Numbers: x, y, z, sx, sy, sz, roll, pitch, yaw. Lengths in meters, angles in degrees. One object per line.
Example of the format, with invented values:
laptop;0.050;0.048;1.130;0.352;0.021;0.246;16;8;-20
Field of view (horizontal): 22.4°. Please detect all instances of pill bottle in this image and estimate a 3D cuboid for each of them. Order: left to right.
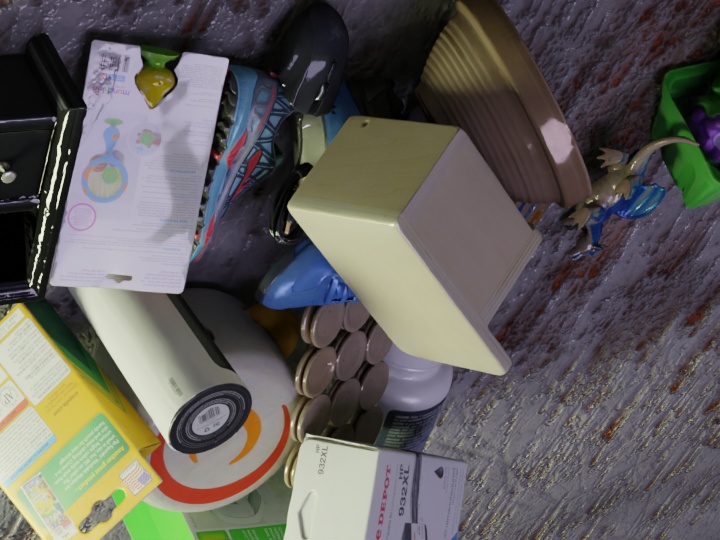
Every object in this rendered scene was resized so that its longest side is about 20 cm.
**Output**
pill bottle;0.026;0.118;1.829;0.119;0.120;0.200;-8;138;-30

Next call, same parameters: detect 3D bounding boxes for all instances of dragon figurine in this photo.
dragon figurine;0.261;-0.083;1.799;0.200;0.059;0.099;-42;157;28

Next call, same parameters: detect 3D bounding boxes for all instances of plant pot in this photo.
plant pot;0.109;-0.129;1.535;0.093;0.201;0.201;-29;144;1

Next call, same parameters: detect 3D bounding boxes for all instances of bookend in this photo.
bookend;-0.328;-0.067;1.369;0.198;0.092;0.200;-7;136;-31

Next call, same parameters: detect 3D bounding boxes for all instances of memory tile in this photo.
memory tile;-0.016;0.098;1.679;0.153;0.017;0.201;-27;132;-52

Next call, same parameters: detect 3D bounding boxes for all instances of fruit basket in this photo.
fruit basket;0.400;-0.169;1.767;0.215;0.156;0.216;-20;160;-8

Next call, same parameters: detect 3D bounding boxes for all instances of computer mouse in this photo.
computer mouse;-0.041;-0.119;1.487;0.059;0.034;0.201;1;98;-48

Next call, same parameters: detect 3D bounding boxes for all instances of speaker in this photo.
speaker;-0.174;0.060;1.543;0.081;0.200;0.081;-23;141;-20

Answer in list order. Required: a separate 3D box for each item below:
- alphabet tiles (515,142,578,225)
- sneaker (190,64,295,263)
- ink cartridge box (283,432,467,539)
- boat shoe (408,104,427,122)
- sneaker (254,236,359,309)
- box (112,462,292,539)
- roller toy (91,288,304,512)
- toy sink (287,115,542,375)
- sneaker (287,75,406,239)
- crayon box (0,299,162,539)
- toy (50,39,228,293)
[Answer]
alphabet tiles;0.143;-0.050;1.738;0.200;0.008;0.167;-58;160;2
sneaker;-0.107;-0.082;1.530;0.095;0.079;0.200;-4;136;-36
ink cartridge box;0.016;0.237;1.697;0.200;0.084;0.146;19;80;-61
boat shoe;0.076;-0.071;1.677;0.066;0.070;0.201;-21;126;-35
sneaker;0.000;0.000;1.583;0.200;0.079;0.066;-23;157;-38
box;-0.130;0.243;1.790;0.176;0.200;0.097;1;133;-36
roller toy;-0.154;0.114;1.672;0.182;0.140;0.200;10;118;-37
toy sink;0.060;-0.024;1.504;0.112;0.130;0.200;-55;129;-21
sneaker;-0.003;-0.088;1.601;0.111;0.077;0.200;-13;135;-10
crayon box;-0.264;0.140;1.571;0.126;0.200;0.052;-43;170;15
toy;-0.182;-0.085;1.456;0.115;0.047;0.201;4;111;-27
